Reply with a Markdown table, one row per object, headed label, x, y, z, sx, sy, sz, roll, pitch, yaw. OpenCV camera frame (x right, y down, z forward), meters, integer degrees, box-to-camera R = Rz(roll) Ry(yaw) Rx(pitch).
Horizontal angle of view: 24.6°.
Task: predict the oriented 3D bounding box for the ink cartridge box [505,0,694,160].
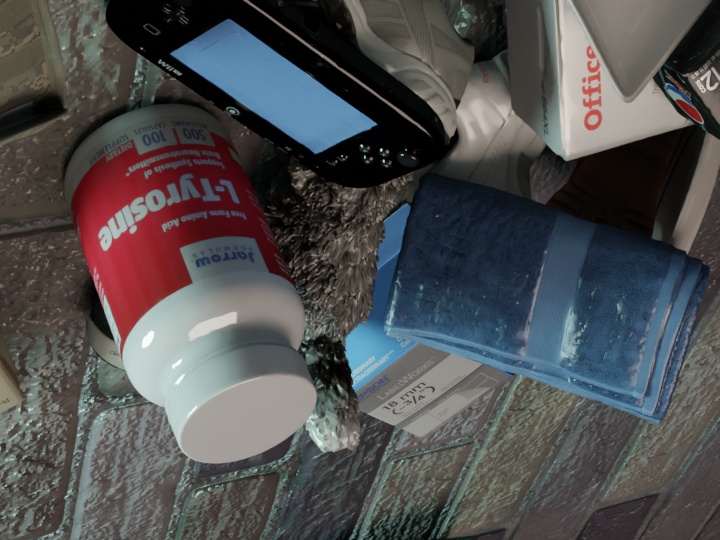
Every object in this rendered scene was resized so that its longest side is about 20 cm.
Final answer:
| label | x | y | z | sx | sy | sz | roll | pitch | yaw |
| --- | --- | --- | --- | --- | --- | --- | --- | --- | --- |
| ink cartridge box | 0.190 | -0.170 | 1.003 | 0.198 | 0.084 | 0.148 | -15 | 121 | -14 |

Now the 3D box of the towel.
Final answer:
| label | x | y | z | sx | sy | sz | roll | pitch | yaw |
| --- | --- | --- | --- | --- | --- | --- | --- | --- | --- |
| towel | 0.115 | 0.015 | 1.056 | 0.049 | 0.198 | 0.113 | -37 | 143 | -67 |

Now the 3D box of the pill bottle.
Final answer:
| label | x | y | z | sx | sy | sz | roll | pitch | yaw |
| --- | --- | --- | --- | --- | --- | --- | --- | --- | --- |
| pill bottle | -0.099 | 0.008 | 0.983 | 0.111 | 0.201 | 0.113 | -18 | 147 | -12 |

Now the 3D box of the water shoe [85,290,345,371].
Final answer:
| label | x | y | z | sx | sy | sz | roll | pitch | yaw |
| --- | --- | --- | --- | --- | --- | --- | --- | --- | --- |
| water shoe | -0.088 | 0.033 | 1.141 | 0.198 | 0.072 | 0.079 | 2 | 129 | -31 |

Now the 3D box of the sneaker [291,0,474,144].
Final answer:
| label | x | y | z | sx | sy | sz | roll | pitch | yaw |
| --- | --- | --- | --- | --- | --- | --- | --- | --- | --- |
| sneaker | 0.001 | -0.155 | 0.961 | 0.200 | 0.073 | 0.080 | 42 | 67 | -45 |

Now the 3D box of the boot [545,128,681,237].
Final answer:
| label | x | y | z | sx | sy | sz | roll | pitch | yaw |
| --- | --- | --- | --- | --- | --- | --- | --- | --- | --- |
| boot | 0.167 | -0.032 | 1.157 | 0.201 | 0.074 | 0.108 | -60 | 172 | -28 |

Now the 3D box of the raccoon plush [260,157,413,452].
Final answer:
| label | x | y | z | sx | sy | sz | roll | pitch | yaw |
| --- | --- | --- | --- | --- | --- | --- | --- | --- | --- |
| raccoon plush | 0.000 | 0.000 | 1.057 | 0.096 | 0.202 | 0.134 | -17 | 169 | -37 |

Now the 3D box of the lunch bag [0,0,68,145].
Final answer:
| label | x | y | z | sx | sy | sz | roll | pitch | yaw |
| --- | --- | --- | --- | --- | --- | --- | --- | --- | --- |
| lunch bag | -0.230 | -0.101 | 0.789 | 0.162 | 0.118 | 0.201 | -22 | 156 | -13 |

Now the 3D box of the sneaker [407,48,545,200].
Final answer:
| label | x | y | z | sx | sy | sz | roll | pitch | yaw |
| --- | --- | --- | --- | --- | --- | --- | --- | --- | --- |
| sneaker | 0.069 | -0.064 | 1.126 | 0.098 | 0.078 | 0.202 | -7 | 130 | -10 |

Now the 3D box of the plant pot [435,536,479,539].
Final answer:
| label | x | y | z | sx | sy | sz | roll | pitch | yaw |
| --- | --- | --- | --- | --- | --- | --- | --- | --- | --- |
| plant pot | 0.033 | 0.356 | 1.582 | 0.159 | 0.202 | 0.202 | 4 | 139 | -19 |

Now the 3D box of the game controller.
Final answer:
| label | x | y | z | sx | sy | sz | roll | pitch | yaw |
| --- | --- | --- | --- | --- | --- | --- | --- | --- | --- |
| game controller | -0.047 | -0.109 | 0.929 | 0.199 | 0.043 | 0.104 | 33 | 141 | -27 |

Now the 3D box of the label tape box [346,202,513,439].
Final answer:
| label | x | y | z | sx | sy | sz | roll | pitch | yaw |
| --- | --- | --- | --- | --- | --- | --- | --- | --- | --- |
| label tape box | 0.043 | 0.046 | 1.263 | 0.144 | 0.064 | 0.199 | -38 | 146 | 16 |

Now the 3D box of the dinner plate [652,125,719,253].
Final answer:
| label | x | y | z | sx | sy | sz | roll | pitch | yaw |
| --- | --- | --- | --- | --- | --- | --- | --- | --- | --- |
| dinner plate | 0.214 | -0.040 | 1.142 | 0.024 | 0.201 | 0.201 | 22 | 137 | 0 |

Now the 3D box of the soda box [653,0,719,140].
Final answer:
| label | x | y | z | sx | sy | sz | roll | pitch | yaw |
| --- | --- | --- | --- | --- | --- | --- | --- | --- | --- |
| soda box | 0.253 | -0.167 | 0.937 | 0.200 | 0.071 | 0.063 | -44 | 120 | 2 |

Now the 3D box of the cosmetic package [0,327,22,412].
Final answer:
| label | x | y | z | sx | sy | sz | roll | pitch | yaw |
| --- | --- | --- | --- | --- | --- | --- | --- | --- | --- |
| cosmetic package | -0.289 | 0.028 | 0.999 | 0.104 | 0.072 | 0.201 | -24 | 147 | -3 |

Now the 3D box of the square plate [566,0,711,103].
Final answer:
| label | x | y | z | sx | sy | sz | roll | pitch | yaw |
| --- | --- | --- | --- | --- | --- | --- | --- | --- | --- |
| square plate | 0.148 | -0.228 | 0.872 | 0.199 | 0.028 | 0.200 | -50 | 127 | -14 |
